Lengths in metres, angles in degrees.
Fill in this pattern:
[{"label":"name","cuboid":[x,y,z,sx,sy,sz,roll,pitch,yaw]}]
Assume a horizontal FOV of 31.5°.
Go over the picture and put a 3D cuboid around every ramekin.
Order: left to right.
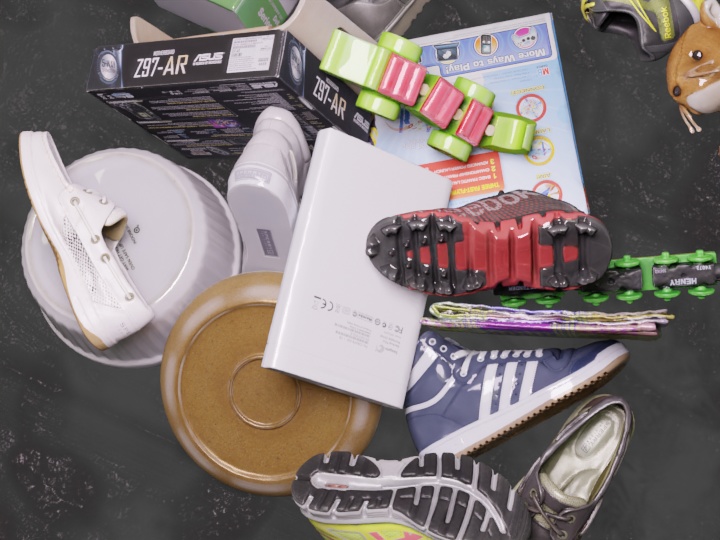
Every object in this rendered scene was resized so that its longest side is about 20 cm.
[{"label":"ramekin","cuboid":[-0.212,-0.018,1.157,0.200,0.094,0.204,-2,74,8]}]

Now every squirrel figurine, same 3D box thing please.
[{"label":"squirrel figurine","cuboid":[0.370,-0.168,1.109,0.186,0.142,0.200,34,67,26]}]

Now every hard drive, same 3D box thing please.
[{"label":"hard drive","cuboid":[0.000,0.000,1.058,0.131,0.027,0.202,20,77,-30]}]

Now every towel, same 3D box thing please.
[{"label":"towel","cuboid":[0.157,0.042,1.059,0.198,0.144,0.023,2,86,12]}]

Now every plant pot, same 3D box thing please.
[{"label":"plant pot","cuboid":[-0.080,0.102,1.094,0.198,0.027,0.202,1,100,8]}]

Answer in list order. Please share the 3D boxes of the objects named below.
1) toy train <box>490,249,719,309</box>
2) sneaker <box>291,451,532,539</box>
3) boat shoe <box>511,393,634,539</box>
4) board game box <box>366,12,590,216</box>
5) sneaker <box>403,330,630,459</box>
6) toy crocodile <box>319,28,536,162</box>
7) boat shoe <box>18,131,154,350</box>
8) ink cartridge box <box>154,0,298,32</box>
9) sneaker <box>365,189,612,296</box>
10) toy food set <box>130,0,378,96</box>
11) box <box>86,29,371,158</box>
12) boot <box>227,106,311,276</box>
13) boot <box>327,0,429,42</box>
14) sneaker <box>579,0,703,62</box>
[{"label":"toy train","cuboid":[0.212,0.005,1.104,0.198,0.056,0.042,-4,101,10]},{"label":"sneaker","cuboid":[0.046,0.204,1.059,0.198,0.091,0.079,7,48,18]},{"label":"boat shoe","cuboid":[0.162,0.186,1.056,0.071,0.066,0.202,32,81,15]},{"label":"board game box","cuboid":[0.093,-0.117,1.159,0.198,0.056,0.198,-9,73,6]},{"label":"sneaker","cuboid":[0.120,0.082,1.082,0.199,0.070,0.109,-30,72,10]},{"label":"toy crocodile","cuboid":[0.058,-0.146,1.076,0.199,0.062,0.068,26,91,-22]},{"label":"boat shoe","cuboid":[-0.229,-0.035,1.082,0.069,0.071,0.201,-24,80,0]},{"label":"ink cartridge box","cuboid":[-0.107,-0.332,1.227,0.144,0.084,0.201,28,80,26]},{"label":"sneaker","cuboid":[0.102,-0.025,1.055,0.198,0.098,0.072,-1,110,0]},{"label":"toy food set","cuboid":[-0.085,-0.197,1.129,0.198,0.143,0.061,-1,72,34]},{"label":"box","cuboid":[-0.112,-0.149,1.117,0.198,0.160,0.044,1,73,29]},{"label":"boot","cuboid":[-0.065,-0.047,1.105,0.073,0.201,0.096,10,54,10]},{"label":"boot","cuboid":[-0.007,-0.318,1.164,0.200,0.072,0.183,39,78,-27]},{"label":"sneaker","cuboid":[0.224,-0.271,1.174,0.200,0.075,0.085,40,84,17]}]
